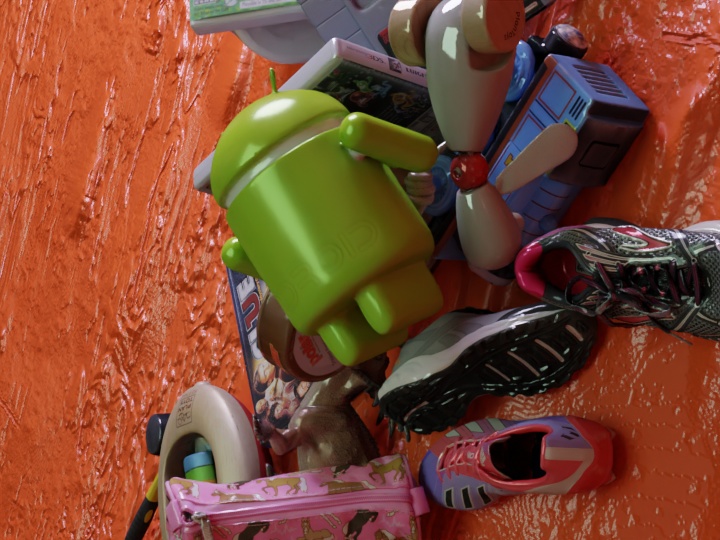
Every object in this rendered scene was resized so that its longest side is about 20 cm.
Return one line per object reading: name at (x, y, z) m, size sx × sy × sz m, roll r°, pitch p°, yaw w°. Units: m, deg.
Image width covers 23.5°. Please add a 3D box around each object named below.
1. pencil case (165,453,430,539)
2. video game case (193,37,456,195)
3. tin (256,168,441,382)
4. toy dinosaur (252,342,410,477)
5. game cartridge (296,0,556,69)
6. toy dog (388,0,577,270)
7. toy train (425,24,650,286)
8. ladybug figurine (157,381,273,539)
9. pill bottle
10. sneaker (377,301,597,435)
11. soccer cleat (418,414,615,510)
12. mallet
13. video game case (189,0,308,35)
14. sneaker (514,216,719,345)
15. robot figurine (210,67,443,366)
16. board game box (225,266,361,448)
pencil case at (-0.049, 0.187, 1.316) m, size 0.087 × 0.197 × 0.084 m, roll -109°, pitch 15°, yaw -64°
video game case at (-0.005, -0.097, 1.353) m, size 0.200 × 0.180 × 0.024 m, roll -37°, pitch 50°, yaw 42°
tin at (0.000, 0.000, 1.337) m, size 0.042 × 0.112 × 0.200 m, roll 29°, pitch 67°, yaw 37°
toy dinosaur at (-0.013, 0.148, 1.393) m, size 0.086 × 0.134 × 0.202 m, roll -104°, pitch 5°, yaw -68°
game cartridge at (0.058, -0.221, 1.311) m, size 0.199 × 0.038 × 0.130 m, roll -33°, pitch 94°, yaw 18°
toy dog at (0.088, -0.114, 1.200) m, size 0.131 × 0.096 × 0.202 m, roll 28°, pitch 126°, yaw 35°
toy train at (0.119, -0.079, 1.268) m, size 0.201 × 0.086 × 0.115 m, roll -58°, pitch 48°, yaw 26°
ladybug figurine at (-0.123, 0.196, 1.530) m, size 0.135 × 0.071 × 0.203 m, roll -23°, pitch 66°, yaw 47°
pill bottle at (-0.074, -0.247, 1.510) m, size 0.200 × 0.111 × 0.113 m, roll -128°, pitch 55°, yaw -73°
sneaker at (0.092, 0.055, 1.283) m, size 0.199 × 0.074 × 0.080 m, roll -24°, pitch 39°, yaw 42°
soccer cleat at (0.098, 0.136, 1.248) m, size 0.199 × 0.076 × 0.068 m, roll -13°, pitch 72°, yaw 51°
mallet at (-0.203, 0.209, 1.643) m, size 0.201 × 0.065 × 0.041 m, roll -56°, pitch 39°, yaw 30°
video game case at (-0.043, -0.288, 1.387) m, size 0.197 × 0.022 × 0.184 m, roll -7°, pitch 71°, yaw 11°
sneaker at (0.189, 0.010, 1.145) m, size 0.199 × 0.074 × 0.082 m, roll 4°, pitch 101°, yaw 50°
robot figurine at (-0.027, -0.037, 1.194) m, size 0.175 × 0.115 × 0.201 m, roll -44°, pitch 75°, yaw 40°
board game box at (-0.057, 0.037, 1.514) m, size 0.135 × 0.034 × 0.202 m, roll -42°, pitch 50°, yaw 40°
